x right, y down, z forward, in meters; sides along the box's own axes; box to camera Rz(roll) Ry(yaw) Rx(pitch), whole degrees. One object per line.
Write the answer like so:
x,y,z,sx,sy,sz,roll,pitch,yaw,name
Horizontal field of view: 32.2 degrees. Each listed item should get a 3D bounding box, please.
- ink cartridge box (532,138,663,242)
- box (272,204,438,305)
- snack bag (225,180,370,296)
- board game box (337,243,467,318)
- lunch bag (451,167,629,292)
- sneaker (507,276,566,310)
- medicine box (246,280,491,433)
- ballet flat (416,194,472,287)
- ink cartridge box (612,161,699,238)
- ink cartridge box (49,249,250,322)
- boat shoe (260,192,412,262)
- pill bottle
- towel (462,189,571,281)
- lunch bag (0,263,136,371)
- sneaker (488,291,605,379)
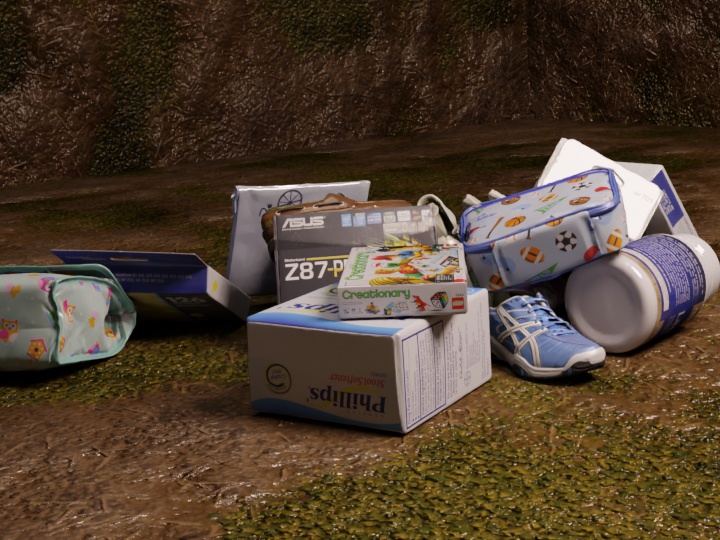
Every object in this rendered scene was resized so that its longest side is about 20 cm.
0.287,-0.068,1.622,0.146,0.086,0.200,30,-18,6,ink cartridge box
-0.002,0.010,1.497,0.199,0.162,0.049,-3,-17,-2,box
-0.092,-0.041,1.716,0.199,0.189,0.021,-5,38,-21,snack bag
0.046,0.008,1.291,0.126,0.035,0.200,-3,12,4,board game box
0.205,-0.051,1.430,0.199,0.076,0.160,-15,22,13,lunch bag
0.157,0.020,1.605,0.200,0.073,0.114,7,19,25,sneaker
0.012,0.082,1.289,0.181,0.103,0.200,4,13,31,medicine box
0.106,-0.031,1.606,0.069,0.070,0.200,-5,36,-8,ballet flat
0.365,-0.065,1.697,0.041,0.200,0.200,-45,29,-19,ink cartridge box
-0.264,0.024,1.582,0.197,0.047,0.200,2,-14,16,ink cartridge box
-0.027,-0.069,1.579,0.199,0.068,0.072,-11,-30,-15,boat shoe
0.337,0.019,1.462,0.115,0.116,0.200,7,16,40,pill bottle
0.231,-0.034,1.597,0.199,0.035,0.193,24,-10,19,towel
-0.383,0.055,1.494,0.170,0.123,0.200,-2,2,17,lunch bag
0.188,0.068,1.366,0.075,0.077,0.200,-9,15,-33,sneaker
